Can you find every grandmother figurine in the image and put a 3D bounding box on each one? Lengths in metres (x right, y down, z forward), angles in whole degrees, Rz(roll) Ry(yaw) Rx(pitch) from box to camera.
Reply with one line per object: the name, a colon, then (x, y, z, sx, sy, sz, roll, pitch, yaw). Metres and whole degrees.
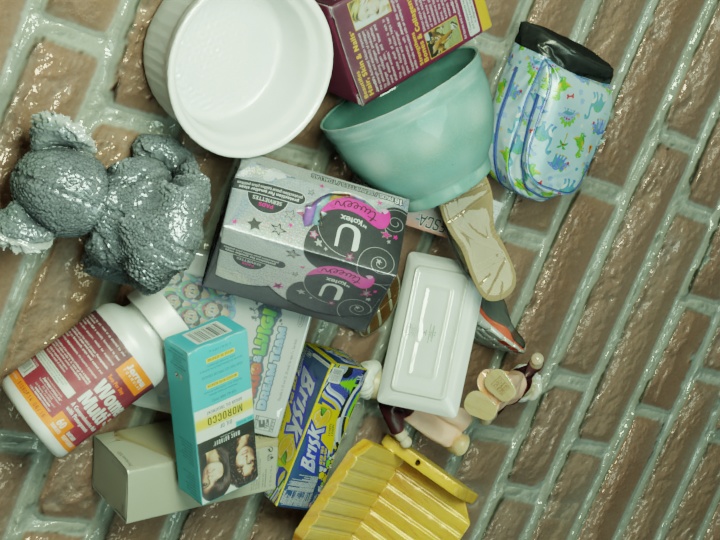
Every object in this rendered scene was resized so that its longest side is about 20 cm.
grandmother figurine: (0.202, 0.155, 1.962, 0.121, 0.061, 0.200, -39, 169, 14)
grandmother figurine: (0.065, 0.170, 1.923, 0.200, 0.060, 0.122, 29, 51, -34)

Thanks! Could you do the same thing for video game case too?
video game case: (-0.159, 0.084, 1.711, 0.182, 0.024, 0.201, 14, 103, -10)

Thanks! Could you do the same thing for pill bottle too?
pill bottle: (-0.288, 0.106, 1.620, 0.200, 0.110, 0.110, -38, 127, -11)

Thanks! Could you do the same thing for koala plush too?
koala plush: (-0.276, -0.074, 1.530, 0.200, 0.184, 0.178, 24, 96, -27)

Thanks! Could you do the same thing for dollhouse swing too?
dollhouse swing: (0.033, 0.335, 1.901, 0.200, 0.182, 0.176, -55, 172, -1)

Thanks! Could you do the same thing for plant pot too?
plant pot: (0.071, -0.152, 1.670, 0.200, 0.200, 0.134, -33, 109, -19)

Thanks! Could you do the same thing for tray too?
tray: (0.090, 0.080, 1.852, 0.022, 0.107, 0.201, 35, 66, -73)

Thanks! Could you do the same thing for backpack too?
backpack: (0.235, -0.190, 1.852, 0.163, 0.154, 0.200, 16, 114, -45)

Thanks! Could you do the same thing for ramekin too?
ramekin: (-0.139, -0.232, 1.588, 0.200, 0.098, 0.201, -14, 117, -29)

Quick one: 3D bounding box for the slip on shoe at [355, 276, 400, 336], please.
slip on shoe: (0.000, 0.000, 1.815, 0.076, 0.061, 0.200, -35, 144, -19)

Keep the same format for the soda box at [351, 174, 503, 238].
soda box: (0.082, -0.087, 1.828, 0.200, 0.064, 0.069, 15, 101, -39)

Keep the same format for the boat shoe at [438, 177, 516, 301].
boat shoe: (0.133, -0.058, 1.794, 0.072, 0.065, 0.200, -27, 104, -13)

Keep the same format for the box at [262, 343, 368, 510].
box: (-0.065, 0.199, 1.848, 0.064, 0.070, 0.200, 15, 101, -39)

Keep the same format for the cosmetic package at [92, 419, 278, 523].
cosmetic package: (-0.209, 0.230, 1.742, 0.200, 0.103, 0.073, -8, 114, -33)

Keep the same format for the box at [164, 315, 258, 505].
box: (-0.166, 0.158, 1.634, 0.082, 0.049, 0.201, -22, 123, -34)

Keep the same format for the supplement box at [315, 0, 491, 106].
supplement box: (0.034, -0.300, 1.673, 0.200, 0.103, 0.131, -32, 125, -20)

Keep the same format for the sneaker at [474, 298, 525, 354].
sneaker: (0.173, 0.049, 1.947, 0.200, 0.077, 0.082, 40, 66, -49)

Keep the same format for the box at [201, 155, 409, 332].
box: (-0.062, -0.030, 1.637, 0.199, 0.115, 0.132, 16, 145, -8)
